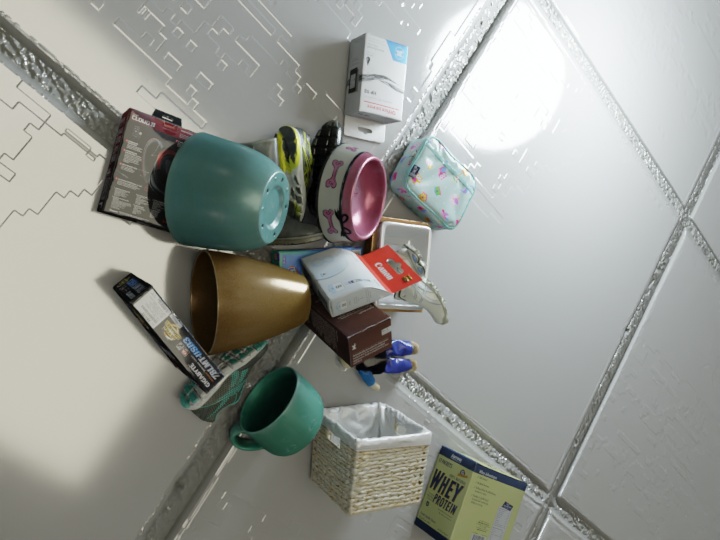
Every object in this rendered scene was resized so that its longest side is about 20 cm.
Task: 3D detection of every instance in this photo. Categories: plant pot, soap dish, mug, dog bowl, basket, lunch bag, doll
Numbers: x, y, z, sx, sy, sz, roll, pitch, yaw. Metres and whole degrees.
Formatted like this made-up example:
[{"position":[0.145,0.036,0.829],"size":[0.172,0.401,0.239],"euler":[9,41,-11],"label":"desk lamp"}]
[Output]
[{"position":[-0.197,0.058,1.161],"size":[0.196,0.185,0.191],"euler":[0,94,-29],"label":"plant pot"},{"position":[0.077,-0.012,1.393],"size":[0.154,0.081,0.205],"euler":[4,92,-32],"label":"soap dish"},{"position":[-0.158,0.290,1.247],"size":[0.115,0.183,0.154],"euler":[47,47,-28],"label":"mug"},{"position":[-0.220,-0.125,1.094],"size":[0.200,0.158,0.205],"euler":[14,90,-75],"label":"plant pot"},{"position":[-0.012,-0.151,1.261],"size":[0.200,0.072,0.204],"euler":[-42,138,-53],"label":"dog bowl"},{"position":[0.017,0.391,1.326],"size":[0.196,0.197,0.165],"euler":[2,97,-32],"label":"basket"},{"position":[0.171,-0.204,1.437],"size":[0.199,0.077,0.162],"euler":[39,74,-28],"label":"lunch bag"},{"position":[0.041,0.202,1.408],"size":[0.196,0.048,0.140],"euler":[5,90,-32],"label":"doll"}]

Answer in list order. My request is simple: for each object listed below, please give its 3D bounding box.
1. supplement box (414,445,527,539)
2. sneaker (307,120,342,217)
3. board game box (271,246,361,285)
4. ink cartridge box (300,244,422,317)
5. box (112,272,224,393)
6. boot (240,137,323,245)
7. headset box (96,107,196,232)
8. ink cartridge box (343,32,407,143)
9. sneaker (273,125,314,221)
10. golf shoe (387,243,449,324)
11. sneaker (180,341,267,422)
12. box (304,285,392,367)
[{"position":[0.272,0.572,1.531],"size":[0.198,0.133,0.203],"euler":[28,80,-30],"label":"supplement box"},{"position":[-0.063,-0.209,1.307],"size":[0.078,0.074,0.205],"euler":[6,94,-49],"label":"sneaker"},{"position":[-0.089,0.030,1.314],"size":[0.196,0.045,0.156],"euler":[-3,96,-32],"label":"board game box"},{"position":[0.000,0.000,1.226],"size":[0.196,0.160,0.048],"euler":[-21,126,-16],"label":"ink cartridge box"},{"position":[-0.335,0.104,1.077],"size":[0.049,0.199,0.201],"euler":[-39,113,-20],"label":"box"},{"position":[-0.160,-0.151,1.205],"size":[0.177,0.073,0.205],"euler":[0,93,10],"label":"boot"},{"position":[-0.364,-0.181,1.108],"size":[0.146,0.075,0.205],"euler":[15,86,-32],"label":"headset box"},{"position":[0.033,-0.387,1.342],"size":[0.114,0.066,0.205],"euler":[4,92,-32],"label":"ink cartridge box"},{"position":[-0.123,-0.189,1.258],"size":[0.084,0.073,0.205],"euler":[-27,124,-55],"label":"sneaker"},{"position":[0.117,0.045,1.347],"size":[0.096,0.078,0.202],"euler":[-33,106,-6],"label":"golf shoe"},{"position":[-0.255,0.213,1.222],"size":[0.199,0.077,0.092],"euler":[-41,129,-19],"label":"sneaker"},{"position":[-0.034,0.093,1.208],"size":[0.099,0.199,0.076],"euler":[-21,123,-26],"label":"box"}]
